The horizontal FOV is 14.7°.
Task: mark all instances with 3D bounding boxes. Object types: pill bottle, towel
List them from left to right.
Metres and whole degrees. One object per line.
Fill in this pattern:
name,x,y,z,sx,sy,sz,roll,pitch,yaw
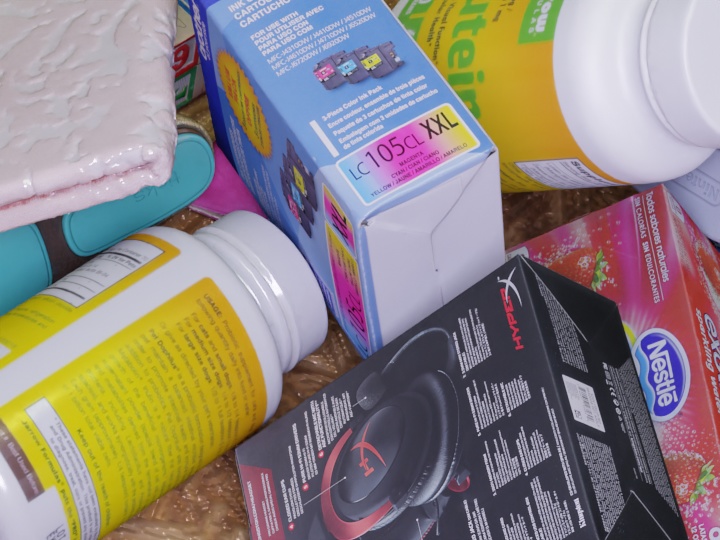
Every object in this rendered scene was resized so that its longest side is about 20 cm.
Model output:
towel,-0.176,-0.077,1.327,0.191,0.032,0.200,-17,36,8
pill bottle,-0.113,0.053,1.275,0.200,0.109,0.109,-34,66,-29
pill bottle,0.109,-0.095,1.326,0.111,0.200,0.111,2,87,-40

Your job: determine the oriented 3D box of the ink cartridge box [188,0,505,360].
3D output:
ink cartridge box,-0.014,-0.068,1.293,0.076,0.137,0.200,-26,57,-12

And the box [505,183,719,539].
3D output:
box,0.135,0.076,1.289,0.095,0.100,0.200,-23,52,20

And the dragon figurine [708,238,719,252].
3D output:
dragon figurine,0.193,-0.035,1.406,0.200,0.059,0.099,50,37,16

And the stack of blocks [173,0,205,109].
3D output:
stack of blocks,-0.128,-0.183,1.474,0.115,0.059,0.200,-34,66,-29

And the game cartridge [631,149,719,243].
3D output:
game cartridge,0.185,-0.083,1.347,0.041,0.133,0.200,1,25,-38

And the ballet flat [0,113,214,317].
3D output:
ballet flat,-0.161,-0.021,1.341,0.200,0.071,0.071,-32,65,-26

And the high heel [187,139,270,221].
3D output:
high heel,0.000,0.000,1.373,0.096,0.067,0.200,-39,78,-7

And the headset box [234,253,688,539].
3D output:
headset box,0.034,0.111,1.224,0.075,0.200,0.149,25,40,-43
